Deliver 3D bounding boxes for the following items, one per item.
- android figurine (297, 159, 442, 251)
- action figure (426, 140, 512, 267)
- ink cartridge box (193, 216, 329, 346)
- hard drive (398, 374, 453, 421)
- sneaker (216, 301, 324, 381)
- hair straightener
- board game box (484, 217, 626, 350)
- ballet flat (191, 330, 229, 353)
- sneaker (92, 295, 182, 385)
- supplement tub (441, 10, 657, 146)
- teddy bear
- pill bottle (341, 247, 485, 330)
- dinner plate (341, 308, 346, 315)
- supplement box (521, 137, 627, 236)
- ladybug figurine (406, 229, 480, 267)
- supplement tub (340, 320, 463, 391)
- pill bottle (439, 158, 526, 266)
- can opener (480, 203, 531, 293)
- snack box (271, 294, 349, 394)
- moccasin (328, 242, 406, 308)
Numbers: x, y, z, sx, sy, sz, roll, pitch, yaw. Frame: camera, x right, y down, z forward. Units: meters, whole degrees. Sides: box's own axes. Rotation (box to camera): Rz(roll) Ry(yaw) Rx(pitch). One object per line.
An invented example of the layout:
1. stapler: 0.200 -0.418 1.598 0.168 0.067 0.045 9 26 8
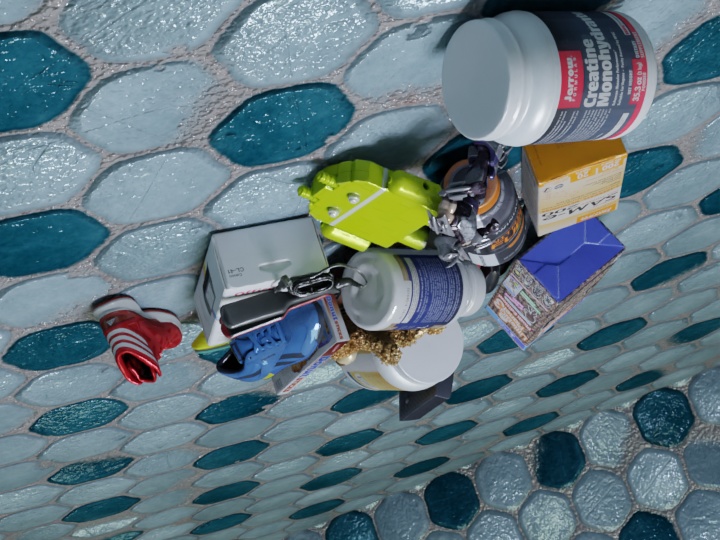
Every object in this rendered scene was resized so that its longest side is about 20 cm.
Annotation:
1. android figurine: 0.018 -0.079 1.537 0.199 0.041 0.182 21 150 -30
2. action figure: 0.136 -0.092 1.489 0.069 0.201 0.130 16 159 17
3. ink cartridge box: -0.137 0.017 1.666 0.147 0.086 0.200 -12 158 -20
4. hard drive: 0.111 0.143 2.051 0.042 0.201 0.135 17 146 -22
5. sneaker: -0.125 0.101 1.681 0.078 0.066 0.200 2 153 -41
6. hair straightener: -0.084 0.034 1.576 0.199 0.041 0.077 -14 159 -11
7. board game box: 0.307 0.014 1.965 0.159 0.097 0.200 -37 167 -21
8. ballet flat: -0.156 0.068 1.804 0.199 0.067 0.067 -12 -163 4
9. sneaker: -0.302 0.115 1.725 0.078 0.116 0.200 -25 159 16
10. supplement tub: 0.202 -0.206 1.315 0.199 0.141 0.140 -7 157 -30
11. teddy bear: 0.027 0.088 1.775 0.199 0.145 0.067 -29 137 -34
12. pill bottle: 0.078 0.025 1.694 0.199 0.112 0.111 0 153 -45
13. dinner plate: -0.075 0.092 1.900 0.199 0.024 0.200 -18 -177 1
14. supplement box: 0.290 -0.130 1.689 0.125 0.074 0.200 -19 160 2
15. ladybug figurine: 0.126 -0.006 1.864 0.135 0.072 0.200 -18 160 -3
16. supplement tub: 0.061 0.117 1.940 0.144 0.146 0.200 -9 180 -25
17. pill bottle: 0.161 -0.082 1.649 0.106 0.107 0.200 -22 160 7
18. can opener: 0.223 -0.044 1.874 0.063 0.079 0.200 -3 147 -17
19. snack box: -0.079 0.106 1.729 0.024 0.072 0.200 -6 158 -33
20. moccasin: 0.000 -0.001 1.775 0.077 0.074 0.202 6 139 -34
